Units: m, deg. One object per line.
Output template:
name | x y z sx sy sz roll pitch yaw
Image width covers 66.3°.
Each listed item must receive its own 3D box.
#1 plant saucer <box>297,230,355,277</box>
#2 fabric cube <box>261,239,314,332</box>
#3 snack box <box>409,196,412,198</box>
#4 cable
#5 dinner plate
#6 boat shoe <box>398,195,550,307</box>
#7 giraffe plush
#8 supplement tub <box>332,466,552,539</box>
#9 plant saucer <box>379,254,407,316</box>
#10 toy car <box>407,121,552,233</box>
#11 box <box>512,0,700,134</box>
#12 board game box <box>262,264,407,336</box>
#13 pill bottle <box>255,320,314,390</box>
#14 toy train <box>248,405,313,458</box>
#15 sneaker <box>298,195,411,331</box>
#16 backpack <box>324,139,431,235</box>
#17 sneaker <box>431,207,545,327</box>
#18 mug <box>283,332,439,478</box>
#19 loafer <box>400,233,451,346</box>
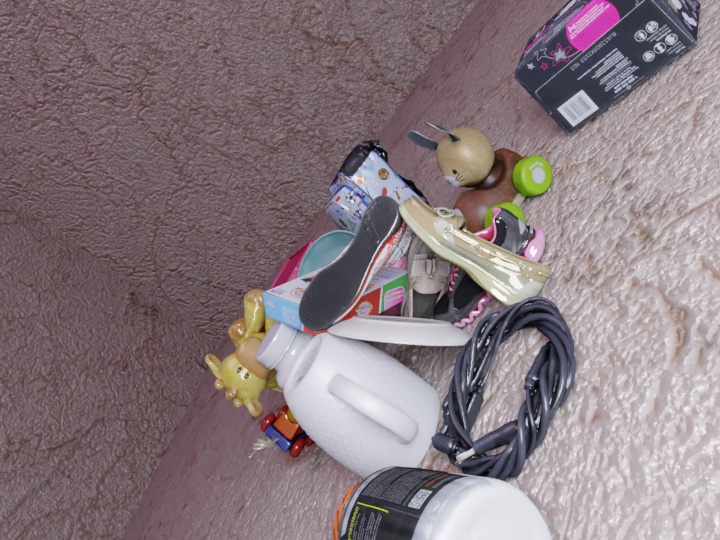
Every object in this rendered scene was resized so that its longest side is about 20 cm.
plant saucer | -0.035 0.031 1.023 0.201 0.202 0.035 -49 -28 22
fabric cube | -0.100 0.090 1.175 0.204 0.197 0.195 -59 13 -20
snack box | 0.130 -0.057 0.873 0.024 0.072 0.200 -38 30 -1
cable | 0.148 0.114 0.568 0.203 0.050 0.163 -57 14 -8
dinner plate | 0.053 0.075 0.715 0.199 0.193 0.025 175 99 -72
boat shoe | 0.134 -0.034 0.669 0.064 0.199 0.073 -55 -19 18
giraffe plush | -0.185 0.154 0.959 0.162 0.167 0.207 -34 -41 -69
supplement tub | 0.055 0.233 0.462 0.125 0.121 0.199 -60 15 -25
plant saucer | 0.089 0.006 1.026 0.202 0.050 0.202 -51 13 17
toy car | 0.155 -0.148 0.838 0.160 0.198 0.164 -55 14 -7
box | 0.332 -0.314 0.755 0.199 0.131 0.116 -36 19 53
board game box | -0.032 0.036 0.869 0.150 0.042 0.197 14 28 43
pill bottle | -0.067 0.162 0.886 0.112 0.198 0.112 -48 14 16
toy train | -0.113 0.247 0.939 0.118 0.083 0.199 -58 -14 6
sneaker | 0.001 0.000 0.756 0.204 0.067 0.108 -55 -19 3
backpack | 0.031 -0.123 1.026 0.157 0.187 0.200 -58 9 -4
sneaker | 0.151 -0.005 0.745 0.201 0.094 0.080 -49 16 30
mug | 0.002 0.167 0.689 0.150 0.173 0.199 -57 14 -14
loafer | 0.099 0.026 0.811 0.064 0.069 0.205 -93 6 -48
